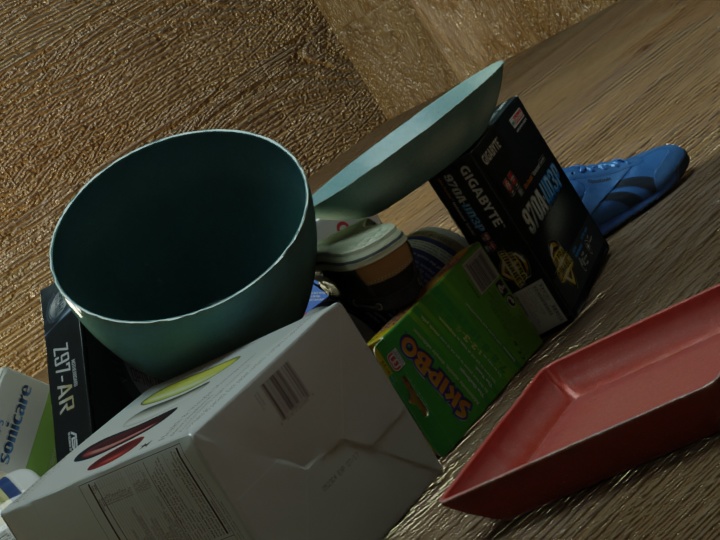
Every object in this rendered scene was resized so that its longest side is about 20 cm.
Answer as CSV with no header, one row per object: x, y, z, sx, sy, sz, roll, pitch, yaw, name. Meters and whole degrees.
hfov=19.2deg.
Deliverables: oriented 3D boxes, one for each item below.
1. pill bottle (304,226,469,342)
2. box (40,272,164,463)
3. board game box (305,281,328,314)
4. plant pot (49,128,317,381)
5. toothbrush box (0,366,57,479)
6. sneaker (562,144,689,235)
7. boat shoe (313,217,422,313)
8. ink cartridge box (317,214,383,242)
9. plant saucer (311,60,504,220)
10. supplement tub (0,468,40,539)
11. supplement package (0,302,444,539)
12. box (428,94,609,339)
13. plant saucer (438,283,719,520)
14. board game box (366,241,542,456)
0.017,0.059,1.708,0.200,0.116,0.116,-37,9,-35,pill bottle
-0.157,0.099,1.671,0.043,0.161,0.200,-26,-29,34,box
-0.082,0.074,1.830,0.200,0.045,0.135,-2,70,50,board game box
-0.117,0.011,1.600,0.199,0.135,0.201,-11,43,10,plant pot
-0.241,0.164,1.734,0.145,0.199,0.086,-24,47,56,toothbrush box
0.213,-0.074,1.934,0.200,0.079,0.066,-33,5,-19,sneaker
0.000,0.000,1.633,0.074,0.062,0.200,-31,9,-11,boat shoe
-0.053,0.032,2.066,0.200,0.145,0.084,-31,9,11,ink cartridge box
0.041,-0.090,1.664,0.201,0.039,0.201,-37,6,4,plant saucer
-0.291,0.257,1.579,0.200,0.145,0.144,-34,7,-15,supplement tub
-0.092,0.151,1.439,0.200,0.147,0.191,-25,10,39,supplement package
0.134,-0.046,1.745,0.046,0.159,0.200,-30,7,22,box
0.166,0.076,1.290,0.200,0.037,0.200,-29,8,32,plant saucer
0.068,0.059,1.577,0.030,0.096,0.200,-29,8,32,board game box
